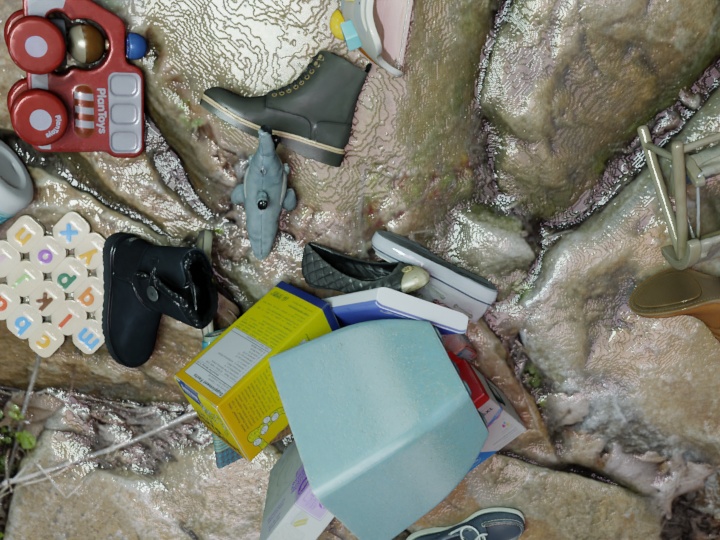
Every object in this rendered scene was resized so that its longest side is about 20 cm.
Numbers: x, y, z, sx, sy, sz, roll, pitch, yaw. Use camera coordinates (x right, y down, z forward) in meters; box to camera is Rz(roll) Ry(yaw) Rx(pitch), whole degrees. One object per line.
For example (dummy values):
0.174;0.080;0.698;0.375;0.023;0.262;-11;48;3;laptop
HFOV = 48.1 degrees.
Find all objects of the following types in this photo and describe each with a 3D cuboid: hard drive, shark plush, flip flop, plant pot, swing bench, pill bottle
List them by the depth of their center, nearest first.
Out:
0.037;0.175;0.963;0.198;0.197;0.197;-29;139;3;plant pot
-0.113;-0.103;1.026;0.089;0.084;0.201;15;142;-13;shark plush
-0.534;-0.082;1.044;0.198;0.111;0.112;-30;107;8;pill bottle
0.493;-0.113;1.049;0.196;0.130;0.203;-19;109;4;swing bench
0.032;0.059;1.054;0.130;0.199;0.026;19;76;-23;hard drive
-0.197;0.043;1.120;0.056;0.081;0.204;-5;104;-15;flip flop

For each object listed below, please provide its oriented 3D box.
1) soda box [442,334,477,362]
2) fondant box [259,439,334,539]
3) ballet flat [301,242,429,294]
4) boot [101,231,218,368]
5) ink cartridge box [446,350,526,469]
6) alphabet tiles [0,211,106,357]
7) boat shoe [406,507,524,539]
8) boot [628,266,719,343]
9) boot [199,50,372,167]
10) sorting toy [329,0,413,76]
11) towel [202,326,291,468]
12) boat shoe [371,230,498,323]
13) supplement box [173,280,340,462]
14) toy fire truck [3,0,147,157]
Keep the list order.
0.066;0.148;1.146;0.199;0.063;0.069;-40;62;12;soda box
-0.075;0.298;1.137;0.058;0.200;0.145;34;104;-12;fondant box
0.000;0.000;1.069;0.197;0.066;0.058;6;115;31;ballet flat
-0.265;0.055;1.071;0.166;0.076;0.204;15;113;34;boot
0.138;0.201;1.130;0.116;0.068;0.200;-39;138;11;ink cartridge box
-0.422;0.021;1.132;0.195;0.015;0.200;-43;105;9;alphabet tiles
0.165;0.425;1.258;0.196;0.062;0.076;-12;107;2;boat shoe
0.493;0.056;1.140;0.197;0.078;0.156;-23;133;18;boot
-0.094;-0.233;1.031;0.197;0.078;0.140;17;104;-21;boot
0.022;-0.329;0.937;0.105;0.180;0.204;8;108;-4;sorting toy
-0.153;0.164;1.141;0.145;0.022;0.204;-18;117;-38;towel
0.095;0.015;1.111;0.198;0.074;0.067;26;104;-11;boat shoe
-0.124;0.128;1.063;0.200;0.108;0.111;-42;130;-24;supplement box
-0.352;-0.243;1.008;0.165;0.112;0.204;-4;111;-26;toy fire truck
